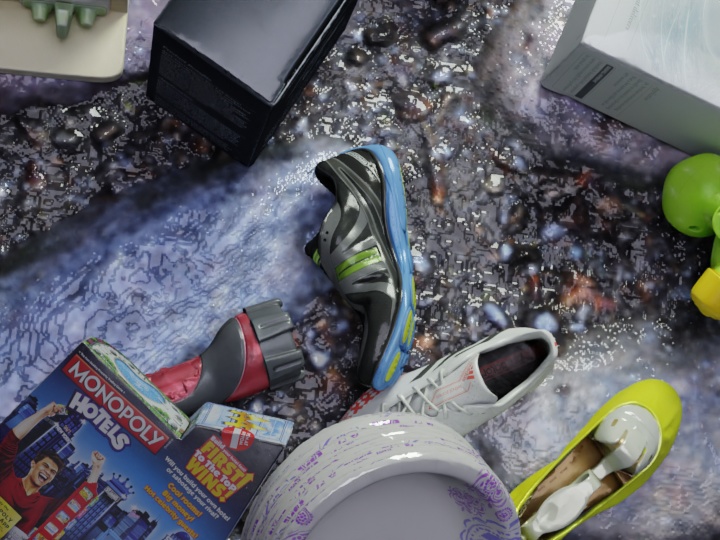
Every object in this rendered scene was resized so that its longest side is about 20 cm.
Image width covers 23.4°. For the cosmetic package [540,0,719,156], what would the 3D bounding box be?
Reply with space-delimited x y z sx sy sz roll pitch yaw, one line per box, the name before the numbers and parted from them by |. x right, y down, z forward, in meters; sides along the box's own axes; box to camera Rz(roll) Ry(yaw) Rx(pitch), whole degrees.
cosmetic package | 0.283 -0.210 1.399 0.199 0.123 0.201 24 77 -5

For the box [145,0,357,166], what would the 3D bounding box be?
box | -0.077 -0.183 1.294 0.104 0.200 0.148 34 76 -1

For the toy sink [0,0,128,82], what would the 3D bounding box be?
toy sink | -0.238 -0.260 1.329 0.129 0.112 0.202 5 78 -8

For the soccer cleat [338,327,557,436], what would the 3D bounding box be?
soccer cleat | 0.064 0.098 1.322 0.199 0.085 0.069 -26 84 -13

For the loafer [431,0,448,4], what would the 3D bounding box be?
loafer | 0.015 -0.298 1.401 0.200 0.072 0.063 40 80 -3

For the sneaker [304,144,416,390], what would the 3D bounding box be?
sneaker | 0.000 0.000 1.339 0.082 0.071 0.201 -7 68 0

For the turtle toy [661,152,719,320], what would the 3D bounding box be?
turtle toy | 0.326 -0.018 1.377 0.200 0.101 0.146 39 99 2

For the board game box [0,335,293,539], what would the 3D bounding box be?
board game box | -0.155 0.147 1.240 0.200 0.062 0.200 -43 96 10

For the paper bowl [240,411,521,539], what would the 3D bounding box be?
paper bowl | 0.008 0.196 1.259 0.199 0.104 0.202 -11 120 -20

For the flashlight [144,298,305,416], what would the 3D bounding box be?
flashlight | -0.143 0.082 1.303 0.199 0.068 0.068 -17 66 -11

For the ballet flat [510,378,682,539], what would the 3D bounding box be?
ballet flat | 0.182 0.156 1.340 0.200 0.067 0.067 -39 86 -14
